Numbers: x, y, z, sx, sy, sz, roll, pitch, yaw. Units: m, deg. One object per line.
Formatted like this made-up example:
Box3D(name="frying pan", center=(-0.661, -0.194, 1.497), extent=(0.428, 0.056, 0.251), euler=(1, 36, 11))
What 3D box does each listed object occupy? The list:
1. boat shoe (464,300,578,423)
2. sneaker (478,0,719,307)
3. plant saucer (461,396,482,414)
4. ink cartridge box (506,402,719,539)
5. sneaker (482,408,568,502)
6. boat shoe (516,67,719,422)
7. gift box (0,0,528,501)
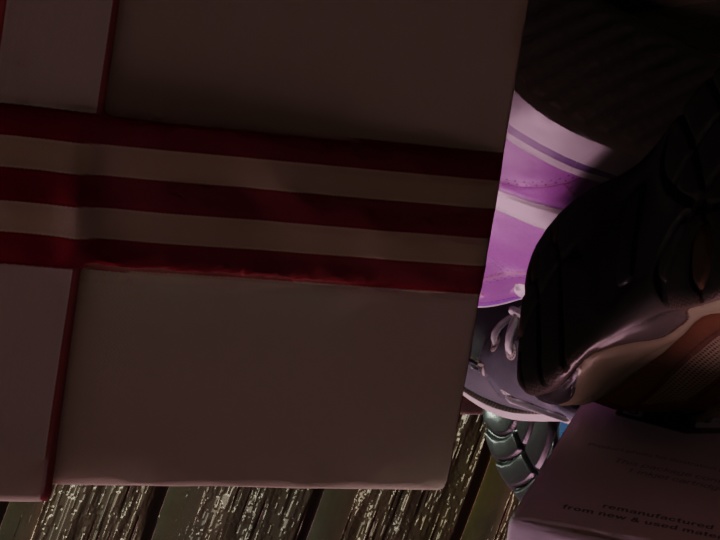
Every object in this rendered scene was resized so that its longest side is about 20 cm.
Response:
Box3D(name="boat shoe", center=(0.085, 0.026, 0.996), extent=(0.200, 0.073, 0.062), euler=(29, 165, 37))
Box3D(name="sneaker", center=(0.092, -0.014, 0.845), extent=(0.200, 0.073, 0.114), euler=(29, 139, -16))
Box3D(name="plant saucer", center=(0.053, -0.017, 1.225), extent=(0.199, 0.200, 0.035), euler=(21, 139, 22))
Box3D(name="ink cartridge box", center=(0.103, 0.107, 0.837), extent=(0.083, 0.146, 0.200), euler=(10, -158, 15))
Box3D(name="sneaker", center=(0.091, 0.024, 1.105), extent=(0.082, 0.073, 0.201), euler=(11, -136, -23))
Box3D(name="boat shoe", center=(0.114, -0.007, 0.727), extent=(0.074, 0.076, 0.200), euler=(18, 158, -17))
Box3D(name="gift box", center=(-0.080, -0.048, 0.761), extent=(0.186, 0.201, 0.184), euler=(2, -174, -31))
